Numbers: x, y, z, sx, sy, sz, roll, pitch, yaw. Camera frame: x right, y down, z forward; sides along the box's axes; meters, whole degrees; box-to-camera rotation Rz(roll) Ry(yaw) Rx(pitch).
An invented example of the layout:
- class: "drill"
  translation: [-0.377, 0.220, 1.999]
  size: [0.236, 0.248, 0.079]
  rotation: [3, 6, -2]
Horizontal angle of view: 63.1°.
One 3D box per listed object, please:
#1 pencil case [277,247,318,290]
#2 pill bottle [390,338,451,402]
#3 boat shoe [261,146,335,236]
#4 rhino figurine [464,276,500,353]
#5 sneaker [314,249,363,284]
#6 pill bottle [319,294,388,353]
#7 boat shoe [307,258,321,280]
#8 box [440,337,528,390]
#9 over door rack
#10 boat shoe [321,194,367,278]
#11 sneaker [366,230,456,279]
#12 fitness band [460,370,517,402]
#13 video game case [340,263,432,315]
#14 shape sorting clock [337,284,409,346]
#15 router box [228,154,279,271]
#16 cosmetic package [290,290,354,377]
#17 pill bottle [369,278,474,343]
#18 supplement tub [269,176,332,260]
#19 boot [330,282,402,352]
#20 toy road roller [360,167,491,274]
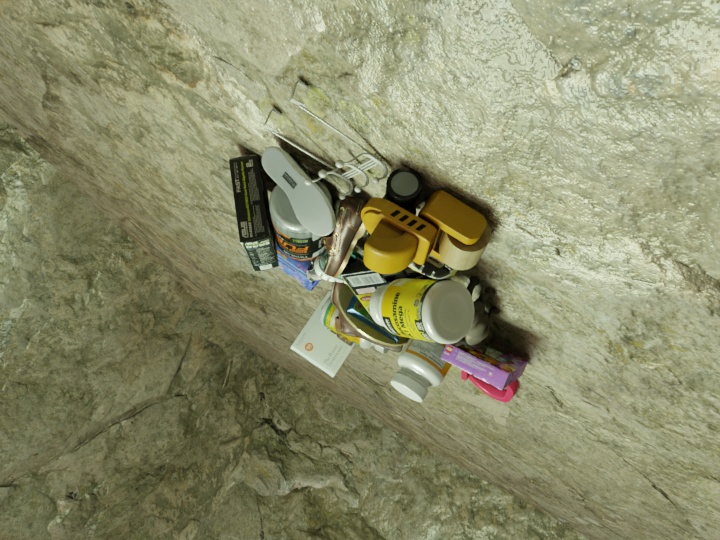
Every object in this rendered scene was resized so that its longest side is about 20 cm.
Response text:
- class: "pencil case"
  translation: [-0.183, -0.025, 1.547]
  size: [0.200, 0.078, 0.087]
  rotation: [36, -170, -5]
- class: "pill bottle"
  translation: [0.153, 0.188, 1.317]
  size: [0.111, 0.200, 0.111]
  rotation: [30, 161, 12]
- class: "boat shoe"
  translation: [-0.104, -0.150, 1.080]
  size: [0.200, 0.069, 0.057]
  rotation: [53, -155, 11]
- class: "rhino figurine"
  translation: [0.231, 0.102, 1.154]
  size: [0.060, 0.088, 0.200]
  rotation: [22, 157, 33]
- class: "sneaker"
  translation: [0.000, 0.000, 1.255]
  size: [0.199, 0.078, 0.091]
  rotation: [12, 159, -4]
- class: "pill bottle"
  translation: [-0.001, 0.143, 1.600]
  size: [0.200, 0.113, 0.113]
  rotation: [27, 160, 19]
- class: "boat shoe"
  translation: [-0.092, -0.038, 1.389]
  size: [0.093, 0.075, 0.200]
  rotation: [42, 151, -18]
- class: "box"
  translation: [0.265, 0.188, 1.236]
  size: [0.137, 0.039, 0.200]
  rotation: [26, -170, 24]
- class: "over door rack"
  translation: [-0.068, -0.197, 0.964]
  size: [0.200, 0.067, 0.148]
  rotation: [41, 159, -18]
- class: "boat shoe"
  translation: [-0.039, -0.067, 1.136]
  size: [0.070, 0.071, 0.200]
  rotation: [17, 131, -12]
- class: "sneaker"
  translation: [0.094, -0.038, 1.072]
  size: [0.200, 0.078, 0.090]
  rotation: [38, -172, 27]
- class: "fitness band"
  translation: [0.330, 0.281, 1.507]
  size: [0.143, 0.037, 0.200]
  rotation: [25, 160, 18]
- class: "video game case"
  translation: [0.084, 0.039, 1.216]
  size: [0.199, 0.026, 0.181]
  rotation: [-8, 141, 24]
- class: "shape sorting clock"
  translation: [0.036, 0.102, 1.374]
  size: [0.200, 0.200, 0.039]
  rotation: [36, 119, -3]
- class: "router box"
  translation: [-0.223, -0.119, 1.238]
  size: [0.062, 0.201, 0.150]
  rotation: [-11, 159, -4]
- class: "cosmetic package"
  translation: [-0.085, 0.182, 1.698]
  size: [0.151, 0.200, 0.052]
  rotation: [33, 160, 3]
- class: "pill bottle"
  translation: [0.106, 0.071, 1.096]
  size: [0.112, 0.113, 0.200]
  rotation: [44, 158, -25]
- class: "supplement tub"
  translation: [-0.119, -0.099, 1.200]
  size: [0.122, 0.123, 0.200]
  rotation: [32, 161, 8]
- class: "boot"
  translation: [0.026, 0.107, 1.462]
  size: [0.200, 0.064, 0.187]
  rotation: [16, 129, 30]
- class: "toy road roller"
  translation: [0.090, -0.049, 0.934]
  size: [0.200, 0.146, 0.123]
  rotation: [31, 161, 11]
